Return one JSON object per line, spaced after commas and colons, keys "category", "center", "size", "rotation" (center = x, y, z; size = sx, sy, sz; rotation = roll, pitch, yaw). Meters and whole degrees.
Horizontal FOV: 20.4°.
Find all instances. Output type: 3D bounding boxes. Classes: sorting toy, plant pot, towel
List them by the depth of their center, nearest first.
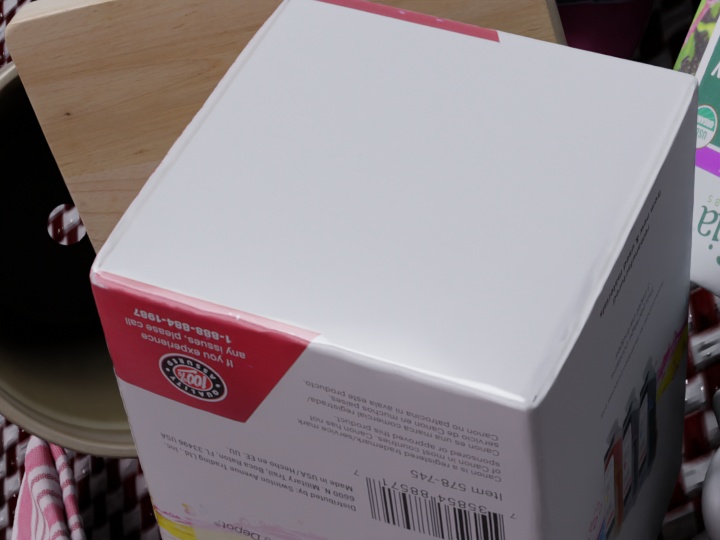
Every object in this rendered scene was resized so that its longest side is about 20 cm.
{"category": "sorting toy", "center": [-0.005, -0.044, 0.783], "size": [0.199, 0.199, 0.070], "rotation": [-10, 31, 17]}
{"category": "plant pot", "center": [-0.129, -0.018, 0.997], "size": [0.173, 0.199, 0.201], "rotation": [-170, 94, -70]}
{"category": "towel", "center": [-0.170, 0.191, 1.037], "size": [0.200, 0.030, 0.147], "rotation": [-116, 39, -56]}

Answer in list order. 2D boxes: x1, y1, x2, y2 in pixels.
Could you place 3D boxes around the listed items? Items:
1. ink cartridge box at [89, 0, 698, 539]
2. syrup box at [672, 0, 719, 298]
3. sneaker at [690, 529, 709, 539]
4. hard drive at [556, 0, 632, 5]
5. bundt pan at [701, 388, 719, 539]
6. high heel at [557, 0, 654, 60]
{"category": "ink cartridge box", "center": [0.021, 0.039, 0.663], "size": [0.145, 0.200, 0.145], "rotation": [15, 50, 20]}
{"category": "syrup box", "center": [0.171, -0.081, 0.689], "size": [0.079, 0.081, 0.201], "rotation": [35, 105, 53]}
{"category": "sneaker", "center": [0.132, 0.183, 0.670], "size": [0.116, 0.073, 0.201], "rotation": [-45, 37, 37]}
{"category": "hard drive", "center": [0.085, -0.205, 0.781], "size": [0.139, 0.038, 0.201], "rotation": [-1, 92, 15]}
{"category": "bundt pan", "center": [0.185, 0.055, 0.582], "size": [0.201, 0.076, 0.203], "rotation": [-22, 49, 28]}
{"category": "high heel", "center": [0.082, -0.171, 0.817], "size": [0.067, 0.096, 0.201], "rotation": [1, 72, 24]}
